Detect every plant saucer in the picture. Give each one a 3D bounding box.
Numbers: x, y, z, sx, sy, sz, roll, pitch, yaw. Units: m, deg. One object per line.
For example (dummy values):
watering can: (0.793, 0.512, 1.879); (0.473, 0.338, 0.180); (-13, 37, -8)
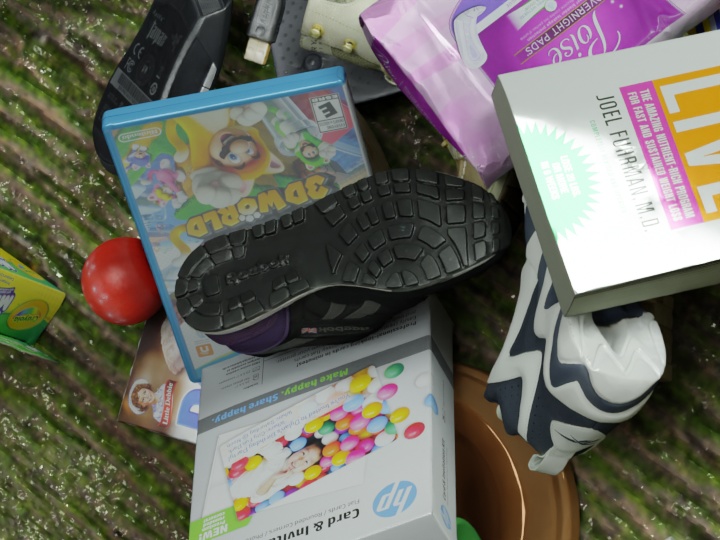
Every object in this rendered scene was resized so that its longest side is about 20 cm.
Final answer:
plant saucer: (0.031, 0.150, 1.720); (0.200, 0.037, 0.201); (-5, 79, 24)

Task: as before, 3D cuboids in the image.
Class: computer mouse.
computer mouse: (-0.090, -0.137, 1.798); (0.140, 0.046, 0.200); (36, 104, 52)

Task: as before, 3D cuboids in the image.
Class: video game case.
video game case: (-0.056, -0.023, 1.704); (0.143, 0.200, 0.018); (-10, 38, 7)

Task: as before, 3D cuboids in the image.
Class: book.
book: (0.184, -0.061, 1.561); (0.200, 0.048, 0.134); (-13, 70, -13)

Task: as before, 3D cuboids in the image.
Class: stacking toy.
stacking toy: (-0.082, -0.029, 1.755); (0.200, 0.085, 0.085); (-27, 70, 13)

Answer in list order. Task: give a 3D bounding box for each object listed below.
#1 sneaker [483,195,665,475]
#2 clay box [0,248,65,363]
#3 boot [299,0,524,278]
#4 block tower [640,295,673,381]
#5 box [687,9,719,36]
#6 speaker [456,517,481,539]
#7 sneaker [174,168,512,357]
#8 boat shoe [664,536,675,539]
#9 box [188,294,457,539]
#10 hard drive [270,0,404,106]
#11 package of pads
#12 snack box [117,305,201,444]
sneaker: (0.110, 0.028, 1.625); (0.199, 0.079, 0.130); (-101, 31, -41)
clay box: (-0.275, -0.014, 1.845); (0.200, 0.115, 0.048); (32, 93, 25)
boot: (0.037, -0.108, 1.706); (0.154, 0.072, 0.200); (16, 93, 13)
block tower: (0.151, -0.039, 1.692); (0.054, 0.058, 0.200); (-2, 78, 24)
box: (0.264, -0.068, 1.642); (0.070, 0.064, 0.200); (-32, 68, 15)
speaker: (-0.024, 0.202, 1.666); (0.200, 0.088, 0.089); (-18, 73, 20)
sneaker: (0.000, 0.000, 1.674); (0.200, 0.088, 0.076); (-13, 63, 20)
boat shoe: (0.176, 0.251, 1.619); (0.060, 0.074, 0.200); (-15, 83, 16)
box: (-0.021, 0.108, 1.670); (0.156, 0.041, 0.200); (-21, 36, 17)
hard drive: (0.038, -0.174, 1.775); (0.200, 0.042, 0.135); (-17, 74, 19)
package of pads: (0.109, -0.151, 1.620); (0.200, 0.076, 0.121); (-38, 89, -1)
snack box: (-0.089, 0.008, 1.807); (0.072, 0.024, 0.200); (14, 86, 23)
